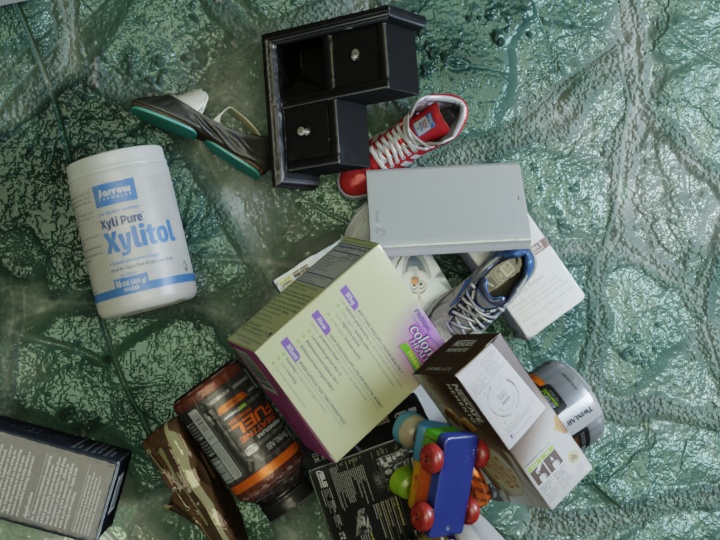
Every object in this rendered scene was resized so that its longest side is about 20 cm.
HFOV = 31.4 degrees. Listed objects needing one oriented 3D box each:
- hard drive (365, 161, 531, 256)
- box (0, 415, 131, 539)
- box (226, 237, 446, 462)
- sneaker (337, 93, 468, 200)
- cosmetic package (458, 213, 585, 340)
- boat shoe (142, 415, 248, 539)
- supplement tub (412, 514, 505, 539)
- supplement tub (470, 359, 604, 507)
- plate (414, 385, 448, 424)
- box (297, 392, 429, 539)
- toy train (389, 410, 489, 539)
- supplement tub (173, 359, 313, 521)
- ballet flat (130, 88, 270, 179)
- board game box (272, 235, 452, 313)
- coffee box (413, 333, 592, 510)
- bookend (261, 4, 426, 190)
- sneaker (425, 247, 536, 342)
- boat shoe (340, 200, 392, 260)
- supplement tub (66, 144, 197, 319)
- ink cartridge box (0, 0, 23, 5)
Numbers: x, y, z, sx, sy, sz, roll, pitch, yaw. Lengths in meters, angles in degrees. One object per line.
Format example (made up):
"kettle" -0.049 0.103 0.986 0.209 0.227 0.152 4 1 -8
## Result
"hard drive" 0.109 -0.078 1.622 0.199 0.026 0.132 -3 52 0
"box" -0.402 0.257 1.606 0.199 0.148 0.108 16 86 -3
"box" -0.024 0.092 1.537 0.200 0.097 0.176 -41 112 -16
"sneaker" 0.056 -0.165 1.673 0.200 0.112 0.071 -35 90 -5
"cosmetic package" 0.197 -0.017 1.698 0.101 0.074 0.200 -36 92 -5
"boat shoe" -0.217 0.293 1.663 0.075 0.075 0.203 -29 84 9
"supplement tub" 0.094 0.400 1.569 0.200 0.145 0.145 -42 91 7
"supplement tub" 0.203 0.213 1.647 0.199 0.123 0.123 -31 90 -17
"plate" 0.042 0.172 1.664 0.200 0.032 0.200 43 90 -19
"box" 0.028 0.280 1.625 0.163 0.086 0.201 -20 118 -4
"toy train" 0.075 0.271 1.505 0.084 0.116 0.201 0 105 -34
"supplement tub" -0.144 0.221 1.647 0.107 0.107 0.200 -36 91 -5
"ballet flat" -0.202 -0.192 1.685 0.199 0.068 0.069 28 76 -13
"board game box" 0.018 0.046 1.696 0.199 0.043 0.200 -31 90 -5
"coffee box" 0.166 0.175 1.506 0.080 0.114 0.200 -40 103 -22
"bookend" -0.017 -0.214 1.632 0.198 0.092 0.201 -5 87 33
"sneaker" 0.146 0.039 1.617 0.077 0.085 0.200 40 89 0
"boat shoe" -0.005 -0.001 1.631 0.074 0.086 0.203 26 85 -3
"supplement tub" -0.292 -0.048 1.636 0.131 0.132 0.201 -14 89 -4
"ink cartridge box" -0.509 -0.387 1.627 0.199 0.146 0.085 -14 87 -5
